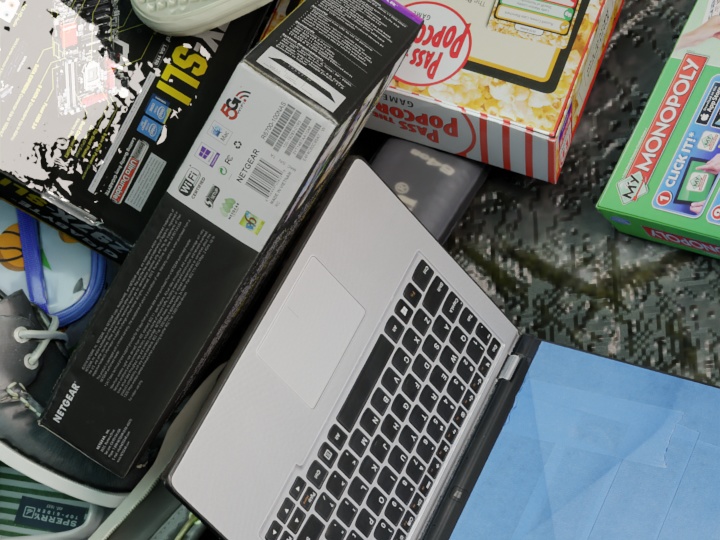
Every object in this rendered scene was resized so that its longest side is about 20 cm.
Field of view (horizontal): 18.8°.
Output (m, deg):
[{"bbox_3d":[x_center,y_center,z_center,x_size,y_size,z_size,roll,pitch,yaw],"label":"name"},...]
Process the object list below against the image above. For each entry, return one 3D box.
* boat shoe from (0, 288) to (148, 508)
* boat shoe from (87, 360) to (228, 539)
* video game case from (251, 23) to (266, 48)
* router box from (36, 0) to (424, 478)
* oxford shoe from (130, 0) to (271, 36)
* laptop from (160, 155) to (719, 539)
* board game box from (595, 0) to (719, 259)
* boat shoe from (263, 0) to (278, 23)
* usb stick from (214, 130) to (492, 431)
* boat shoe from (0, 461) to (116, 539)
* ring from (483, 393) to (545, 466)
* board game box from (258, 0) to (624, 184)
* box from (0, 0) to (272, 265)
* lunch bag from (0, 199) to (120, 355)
[{"bbox_3d":[-0.173,0.033,0.995,0.199,0.076,0.061,34,101,5],"label":"boat shoe"},{"bbox_3d":[-0.080,0.134,0.972,0.060,0.072,0.202,22,74,34],"label":"boat shoe"},{"bbox_3d":[-0.140,-0.135,1.076,0.199,0.018,0.144,-5,61,-28],"label":"video game case"},{"bbox_3d":[-0.055,-0.023,0.953,0.051,0.149,0.200,33,117,1],"label":"router box"},{"bbox_3d":[-0.019,-0.165,0.997,0.200,0.058,0.075,-40,63,-18],"label":"oxford shoe"},{"bbox_3d":[0.054,0.073,0.921,0.116,0.200,0.188,-15,37,47],"label":"laptop"},{"bbox_3d":[0.207,-0.096,0.992,0.134,0.029,0.201,18,76,42],"label":"board game box"},{"bbox_3d":[-0.085,-0.190,1.084,0.201,0.063,0.074,31,48,-1],"label":"boat shoe"},{"bbox_3d":[0.000,0.000,1.000,0.055,0.033,0.200,22,53,17],"label":"usb stick"},{"bbox_3d":[-0.199,0.105,1.044,0.199,0.067,0.074,0,69,17],"label":"boat shoe"},{"bbox_3d":[0.022,0.147,0.985,0.199,0.019,0.202,-6,67,15],"label":"ring"},{"bbox_3d":[0.055,-0.156,1.046,0.151,0.046,0.201,18,67,13],"label":"board game box"},{"bbox_3d":[-0.129,-0.128,1.004,0.159,0.049,0.201,30,74,-19],"label":"box"},{"bbox_3d":[-0.193,-0.043,1.097,0.159,0.076,0.201,-15,67,9],"label":"lunch bag"}]
